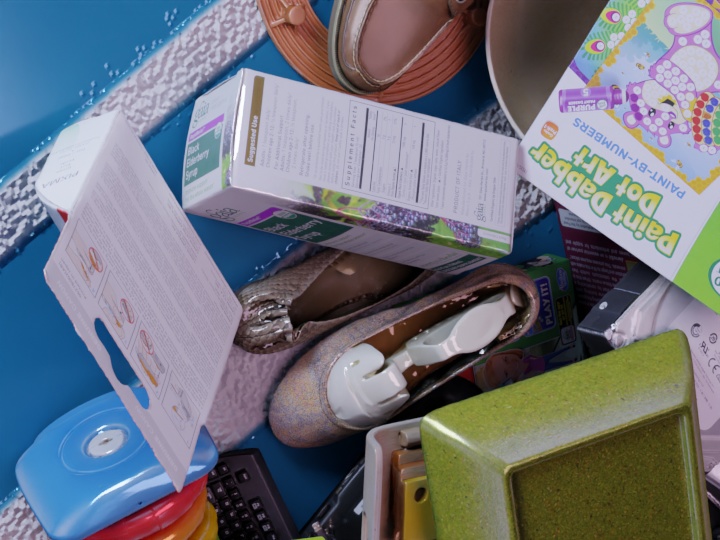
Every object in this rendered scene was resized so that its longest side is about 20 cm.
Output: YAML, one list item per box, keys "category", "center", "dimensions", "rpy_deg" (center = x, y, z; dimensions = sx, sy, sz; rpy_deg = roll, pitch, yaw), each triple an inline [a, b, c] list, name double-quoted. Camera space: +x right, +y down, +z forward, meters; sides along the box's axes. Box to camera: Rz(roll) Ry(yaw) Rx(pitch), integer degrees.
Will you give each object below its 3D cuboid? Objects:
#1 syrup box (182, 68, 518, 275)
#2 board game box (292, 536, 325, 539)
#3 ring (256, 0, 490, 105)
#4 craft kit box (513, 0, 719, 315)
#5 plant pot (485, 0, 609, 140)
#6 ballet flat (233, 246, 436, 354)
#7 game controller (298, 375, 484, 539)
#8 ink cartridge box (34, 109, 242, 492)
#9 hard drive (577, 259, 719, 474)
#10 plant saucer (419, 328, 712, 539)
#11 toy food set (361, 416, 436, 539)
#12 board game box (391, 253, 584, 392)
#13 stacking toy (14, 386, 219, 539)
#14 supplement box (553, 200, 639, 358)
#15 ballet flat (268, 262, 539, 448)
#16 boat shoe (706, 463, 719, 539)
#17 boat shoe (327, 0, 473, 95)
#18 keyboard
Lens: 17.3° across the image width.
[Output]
- category: "syrup box"
  center: [-0.006, -0.060, 1.490]
  dimensions: [0.199, 0.079, 0.082]
  rpy_deg: [12, 74, -25]
- category: "board game box"
  center: [-0.083, 0.261, 1.477]
  dimensions: [0.101, 0.048, 0.201]
  rpy_deg: [-3, 127, -32]
- category: "ring"
  center: [0.017, -0.208, 1.546]
  dimensions: [0.200, 0.019, 0.202]
  rpy_deg: [-5, 99, -31]
- category: "craft kit box"
  center: [0.225, -0.093, 1.489]
  dimensions: [0.198, 0.200, 0.048]
  rpy_deg: [-60, 165, 18]
- category: "plant pot"
  center: [0.198, -0.156, 1.587]
  dimensions: [0.134, 0.199, 0.201]
  rpy_deg: [-14, 108, -70]
- category: "ballet flat"
  center: [0.000, 0.000, 1.547]
  dimensions: [0.199, 0.046, 0.068]
  rpy_deg: [-27, 111, -27]
- category: "game controller"
  center: [0.030, 0.167, 1.577]
  dimensions: [0.104, 0.042, 0.200]
  rpy_deg: [40, 85, -7]
- category: "ink cartridge box"
  center: [-0.140, 0.019, 1.389]
  dimensions: [0.161, 0.050, 0.200]
  rpy_deg: [60, 23, -24]
- category: "hard drive"
  center: [0.249, 0.024, 1.583]
  dimensions: [0.200, 0.038, 0.140]
  rpy_deg: [-44, 117, -20]
- category: "plant saucer"
  center: [0.147, 0.161, 1.505]
  dimensions: [0.199, 0.048, 0.201]
  rpy_deg: [-17, 111, -22]
- category: "toy food set"
  center: [0.085, 0.165, 1.527]
  dimensions: [0.199, 0.060, 0.144]
  rpy_deg: [-8, 108, -34]
- category: "board game box"
  center: [0.098, 0.103, 1.635]
  dimensions: [0.134, 0.029, 0.201]
  rpy_deg: [-18, 106, -30]
- category: "stacking toy"
  center: [-0.123, 0.181, 1.472]
  dimensions: [0.116, 0.110, 0.201]
  rpy_deg: [-27, 122, -10]
- category: "supplement box"
  center: [0.214, 0.021, 1.648]
  dimensions: [0.085, 0.110, 0.201]
  rpy_deg: [-22, 108, -27]
- category: "ballet flat"
  center: [0.031, 0.055, 1.536]
  dimensions: [0.200, 0.067, 0.068]
  rpy_deg: [-33, 104, -8]
- category: "boat shoe"
  center: [0.279, 0.196, 1.740]
  dimensions: [0.200, 0.069, 0.057]
  rpy_deg: [45, 74, -31]
- category: "boat shoe"
  center: [0.049, -0.201, 1.516]
  dimensions: [0.072, 0.068, 0.201]
  rpy_deg: [35, 79, -32]
- category: "keyboard"
  center: [-0.050, 0.208, 1.519]
  dimensions: [0.104, 0.040, 0.201]
  rpy_deg: [-25, 106, -1]
